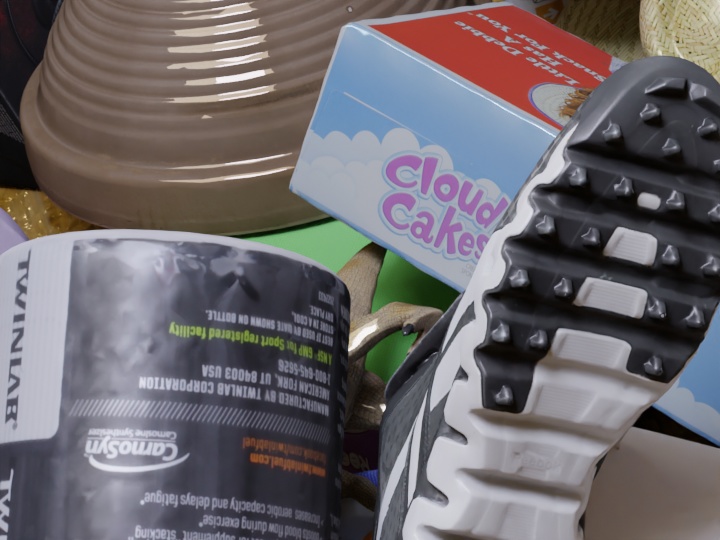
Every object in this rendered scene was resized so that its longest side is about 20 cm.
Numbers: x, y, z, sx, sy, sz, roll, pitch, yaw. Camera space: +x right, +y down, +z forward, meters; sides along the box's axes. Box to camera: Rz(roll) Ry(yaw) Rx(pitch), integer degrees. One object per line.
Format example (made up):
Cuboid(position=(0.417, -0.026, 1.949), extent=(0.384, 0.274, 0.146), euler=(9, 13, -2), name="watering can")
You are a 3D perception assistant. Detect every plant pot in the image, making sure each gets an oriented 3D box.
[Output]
Cuboid(position=(-0.045, -0.103, 1.054), extent=(0.200, 0.093, 0.201), euler=(-9, 30, 5), name="plant pot")

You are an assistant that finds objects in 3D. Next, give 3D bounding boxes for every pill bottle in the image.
Cuboid(position=(-0.059, 0.097, 0.731), extent=(0.106, 0.106, 0.201), euler=(-4, 75, 25), name="pill bottle")

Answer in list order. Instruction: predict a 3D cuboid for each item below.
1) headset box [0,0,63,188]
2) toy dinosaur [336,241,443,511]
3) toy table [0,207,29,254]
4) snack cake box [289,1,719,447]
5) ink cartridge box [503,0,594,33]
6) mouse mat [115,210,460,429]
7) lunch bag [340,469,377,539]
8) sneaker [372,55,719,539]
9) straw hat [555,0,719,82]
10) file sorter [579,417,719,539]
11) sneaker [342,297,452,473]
Cuboid(position=(-0.145, -0.159, 1.158), extent=(0.075, 0.149, 0.200), euler=(7, 55, 30), name="headset box")
Cuboid(position=(-0.010, 0.034, 0.838), extent=(0.101, 0.058, 0.200), euler=(-4, 39, 33), name="toy dinosaur")
Cuboid(position=(-0.234, -0.009, 1.071), extent=(0.184, 0.199, 0.117), euler=(-62, 31, 16), name="toy table")
Cuboid(position=(0.091, -0.017, 0.886), extent=(0.200, 0.067, 0.115), euler=(31, 25, 24), name="snack cake box")
Cuboid(position=(0.147, -0.179, 1.098), extent=(0.199, 0.047, 0.198), euler=(-17, 45, 9), name="ink cartridge box")
Cuboid(position=(0.000, 0.000, 0.964), extent=(0.160, 0.008, 0.200), euler=(-14, 29, -7), name="mouse mat")
Cuboid(position=(0.034, 0.151, 0.813), extent=(0.199, 0.124, 0.170), euler=(-16, 44, 24), name="lunch bag")
Cuboid(position=(0.044, 0.028, 0.737), extent=(0.091, 0.066, 0.201), euler=(-126, 53, -66), name="sneaker")
Cuboid(position=(0.145, -0.092, 0.958), extent=(0.200, 0.085, 0.202), euler=(-9, 64, 18), name="straw hat")
Cuboid(position=(0.170, 0.092, 0.721), extent=(0.199, 0.125, 0.139), euler=(14, 49, -10), name="file sorter")
Cuboid(position=(0.014, 0.043, 0.969), extent=(0.099, 0.075, 0.200), euler=(-31, 36, -35), name="sneaker")
